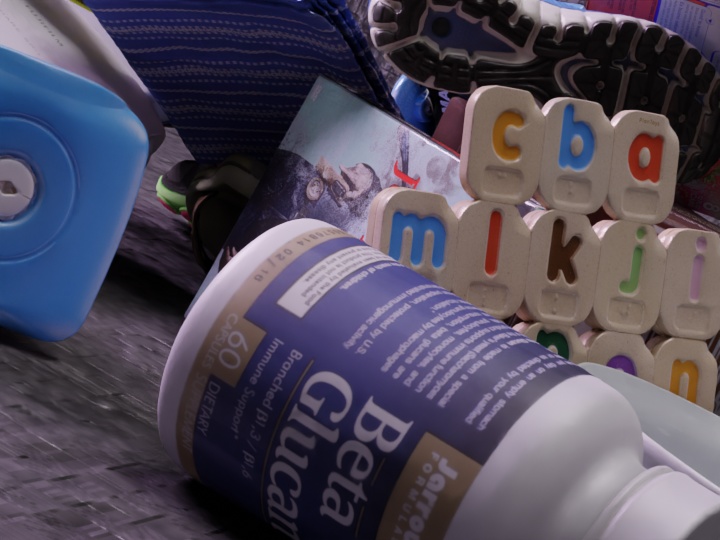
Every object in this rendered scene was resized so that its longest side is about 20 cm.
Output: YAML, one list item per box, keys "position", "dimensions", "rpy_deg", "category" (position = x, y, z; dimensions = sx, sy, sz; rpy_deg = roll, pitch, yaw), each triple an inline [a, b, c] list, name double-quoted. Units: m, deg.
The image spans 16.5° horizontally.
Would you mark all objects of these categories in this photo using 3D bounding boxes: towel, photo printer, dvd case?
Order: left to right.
- position: [-0.189, -0.102, 1.287]
  dimensions: [0.166, 0.069, 0.200]
  rpy_deg: [49, 17, 5]
  category: "photo printer"
- position: [-0.055, -0.099, 1.308]
  dimensions: [0.145, 0.024, 0.200]
  rpy_deg: [5, -24, 20]
  category: "towel"
- position: [0.000, 0.000, 1.184]
  dimensions: [0.022, 0.146, 0.200]
  rpy_deg: [26, 7, -38]
  category: "dvd case"

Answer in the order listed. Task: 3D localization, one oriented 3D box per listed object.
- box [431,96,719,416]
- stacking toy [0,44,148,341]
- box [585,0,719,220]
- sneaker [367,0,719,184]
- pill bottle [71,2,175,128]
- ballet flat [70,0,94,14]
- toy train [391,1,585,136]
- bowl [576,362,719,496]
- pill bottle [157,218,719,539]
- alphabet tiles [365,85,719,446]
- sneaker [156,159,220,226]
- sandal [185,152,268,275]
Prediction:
- position: [0.107, 0.035, 1.241]
  dimensions: [0.166, 0.164, 0.200]
  rpy_deg: [24, 7, -20]
  category: "box"
- position: [-0.181, -0.044, 1.092]
  dimensions: [0.116, 0.110, 0.200]
  rpy_deg: [21, -3, -24]
  category: "stacking toy"
- position: [0.176, -0.133, 1.300]
  dimensions: [0.103, 0.095, 0.200]
  rpy_deg: [21, -35, 11]
  category: "box"
- position: [0.097, -0.107, 1.252]
  dimensions: [0.200, 0.079, 0.089]
  rpy_deg: [24, 10, -11]
  category: "sneaker"
- position: [-0.117, -0.142, 1.484]
  dimensions: [0.114, 0.114, 0.200]
  rpy_deg: [28, 7, 10]
  category: "pill bottle"
- position: [-0.177, -0.191, 1.304]
  dimensions: [0.200, 0.067, 0.067]
  rpy_deg: [28, -3, -20]
  category: "ballet flat"
- position: [0.087, -0.056, 1.415]
  dimensions: [0.087, 0.200, 0.114]
  rpy_deg: [14, 38, 42]
  category: "toy train"
- position: [0.154, 0.127, 1.027]
  dimensions: [0.201, 0.090, 0.201]
  rpy_deg: [28, 9, -5]
  category: "bowl"
- position: [0.033, 0.072, 0.908]
  dimensions: [0.200, 0.111, 0.111]
  rpy_deg: [30, 7, 26]
  category: "pill bottle"
- position: [0.081, 0.023, 1.075]
  dimensions: [0.200, 0.196, 0.015]
  rpy_deg: [7, 0, -36]
  category: "alphabet tiles"
- position: [-0.059, -0.058, 1.528]
  dimensions: [0.077, 0.084, 0.200]
  rpy_deg: [37, -19, -24]
  category: "sneaker"
- position: [-0.068, -0.020, 1.403]
  dimensions: [0.080, 0.057, 0.201]
  rpy_deg: [27, -10, -2]
  category: "sandal"
